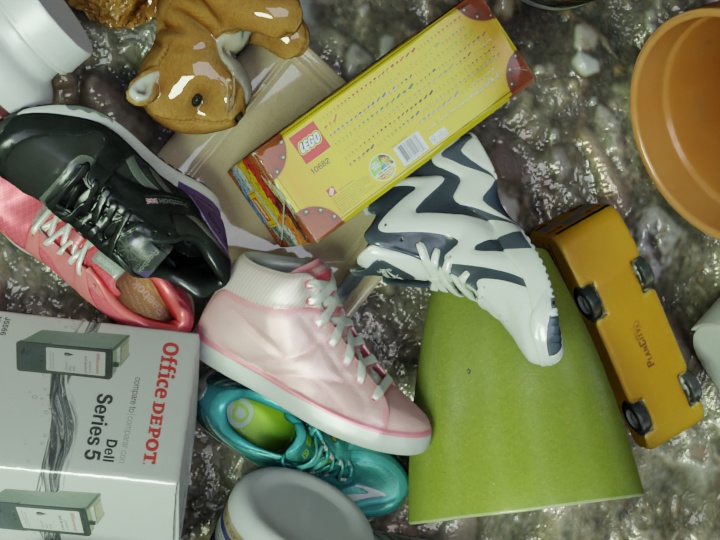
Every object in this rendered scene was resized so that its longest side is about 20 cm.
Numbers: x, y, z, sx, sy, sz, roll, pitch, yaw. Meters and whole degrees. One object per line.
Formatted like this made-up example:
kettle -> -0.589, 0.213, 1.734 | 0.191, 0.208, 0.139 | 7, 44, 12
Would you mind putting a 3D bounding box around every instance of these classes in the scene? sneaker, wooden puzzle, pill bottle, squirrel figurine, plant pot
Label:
sneaker -> -0.023, 0.054, 0.945 | 0.199, 0.075, 0.105 | 27, 102, 6
sneaker -> -0.196, -0.018, 0.945 | 0.200, 0.087, 0.074 | 40, 81, -15
wooden puzzle -> -0.054, -0.065, 1.015 | 0.200, 0.037, 0.186 | 40, 82, -11
pill bottle -> -0.077, 0.259, 0.957 | 0.115, 0.116, 0.201 | 19, 112, -17
squirrel figurine -> -0.132, -0.206, 0.946 | 0.199, 0.142, 0.188 | 26, 98, 0
sneaker -> -0.046, 0.144, 1.004 | 0.199, 0.080, 0.078 | 29, 84, -17
sneaker -> 0.062, 0.001, 0.939 | 0.128, 0.080, 0.201 | -23, 66, 1
pill bottle -> -0.287, -0.123, 0.873 | 0.199, 0.113, 0.113 | -36, 103, 6
sneaker -> -0.164, -0.044, 0.881 | 0.199, 0.088, 0.076 | 25, 119, -41
plant pot -> 0.117, 0.090, 1.014 | 0.185, 0.187, 0.202 | -4, 79, -16
plant pot -> 0.344, -0.138, 1.058 | 0.139, 0.199, 0.202 | -26, 101, -31

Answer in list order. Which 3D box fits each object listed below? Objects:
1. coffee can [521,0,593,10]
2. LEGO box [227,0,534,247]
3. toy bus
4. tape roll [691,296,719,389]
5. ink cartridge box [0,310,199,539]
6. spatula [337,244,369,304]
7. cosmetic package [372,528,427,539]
coffee can -> 0.193, -0.289, 0.986 | 0.145, 0.200, 0.148 | -1, 94, -16
LEGO box -> 0.011, -0.106, 0.934 | 0.199, 0.149, 0.077 | -37, 97, -11
toy bus -> 0.218, 0.047, 1.079 | 0.065, 0.078, 0.202 | -28, 101, -14
tape roll -> 0.379, 0.091, 1.068 | 0.071, 0.202, 0.203 | -46, 104, -9
ink cartridge box -> -0.217, 0.110, 0.890 | 0.198, 0.146, 0.085 | 6, 131, -5
spatula -> 0.000, 0.000, 0.999 | 0.056, 0.021, 0.200 | 39, 81, 0
cosmetic package -> 0.003, 0.316, 1.029 | 0.112, 0.081, 0.202 | 14, 88, -19
